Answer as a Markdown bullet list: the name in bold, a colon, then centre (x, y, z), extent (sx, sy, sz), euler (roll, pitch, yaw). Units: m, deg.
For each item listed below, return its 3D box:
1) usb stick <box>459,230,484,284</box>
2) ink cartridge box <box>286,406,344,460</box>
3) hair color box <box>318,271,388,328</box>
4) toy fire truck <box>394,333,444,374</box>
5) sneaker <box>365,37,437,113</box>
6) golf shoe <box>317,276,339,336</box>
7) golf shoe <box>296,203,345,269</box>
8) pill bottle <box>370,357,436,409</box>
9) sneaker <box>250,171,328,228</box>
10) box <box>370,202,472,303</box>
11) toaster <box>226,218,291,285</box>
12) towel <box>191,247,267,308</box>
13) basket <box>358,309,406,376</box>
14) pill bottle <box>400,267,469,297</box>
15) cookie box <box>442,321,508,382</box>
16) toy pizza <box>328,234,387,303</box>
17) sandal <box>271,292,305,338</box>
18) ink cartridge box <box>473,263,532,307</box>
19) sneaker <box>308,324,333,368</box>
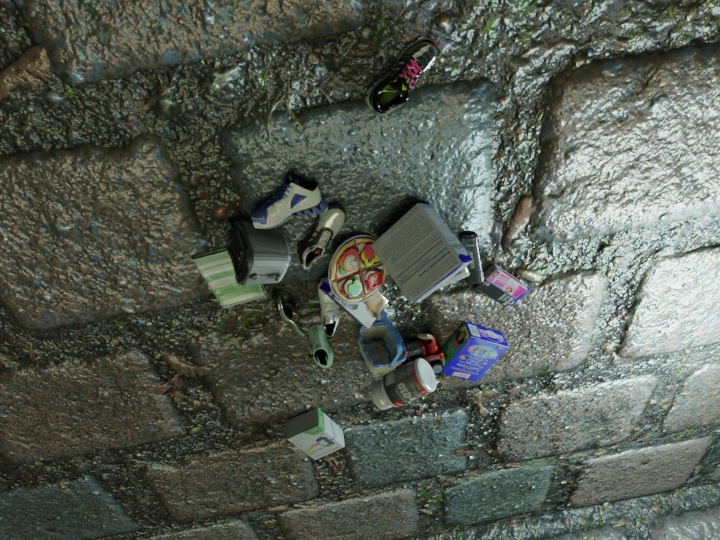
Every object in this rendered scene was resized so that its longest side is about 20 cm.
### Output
- **usb stick**: centre (0.333, -0.036, 1.540), extent (0.055, 0.033, 0.201), euler (5, 136, 26)
- **ink cartridge box**: centre (-0.172, 0.636, 2.001), extent (0.144, 0.088, 0.200), euler (-27, 131, 12)
- **hair color box**: centre (-0.017, 0.071, 1.529), extent (0.110, 0.065, 0.200), euler (-54, 128, -10)
- **toy fire truck**: centre (0.188, 0.267, 1.735), extent (0.174, 0.129, 0.202), euler (-13, 120, 3)
- **sneaker**: centre (0.095, -0.421, 1.140), extent (0.199, 0.088, 0.074), euler (-38, 126, 22)
- **golf shoe**: centre (-0.089, 0.113, 1.562), extent (0.077, 0.098, 0.201), euler (-4, 129, -3)
- **golf shoe**: centre (-0.100, -0.087, 1.395), extent (0.077, 0.088, 0.200), euler (24, 121, -25)
- **pill bottle**: centre (0.138, 0.376, 1.686), extent (0.199, 0.115, 0.114), euler (-32, 128, 26)
- **sneaker**: centre (-0.188, -0.187, 1.308), extent (0.197, 0.081, 0.116), euler (-15, 128, -6)
- **box**: centre (0.164, -0.048, 1.390), extent (0.184, 0.201, 0.105), euler (-40, 166, 24)
- **toaster**: centre (-0.267, -0.051, 1.346), extent (0.128, 0.201, 0.114), euler (4, 133, -35)
- **towel**: centre (-0.371, 0.020, 1.483), extent (0.151, 0.024, 0.201), euler (-15, 131, 5)
- **basket**: centre (0.069, 0.226, 1.642), extent (0.138, 0.177, 0.201), euler (-13, 147, -18)
- **pill bottle**: centre (0.206, 0.001, 1.502), extent (0.199, 0.115, 0.115), euler (-24, 130, 11)
- **cookie box**: centre (0.386, 0.288, 1.804), extent (0.170, 0.076, 0.201), euler (18, 125, -23)
- **toy pizza**: centre (0.000, 0.000, 1.457), extent (0.199, 0.032, 0.202), euler (-11, 111, -30)
- **sandal**: centre (-0.214, 0.130, 1.579), extent (0.057, 0.080, 0.202), euler (-33, 136, -3)
- **ink cartridge box**: centre (0.460, 0.058, 1.648), extent (0.199, 0.037, 0.095), euler (27, 121, -31)
- **sneaker**: centre (-0.129, 0.285, 1.687), extent (0.073, 0.119, 0.202), euler (-12, 132, -1)
